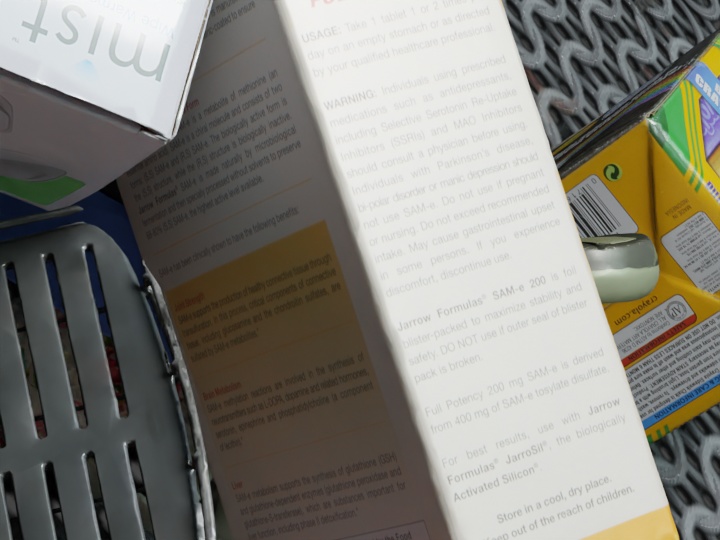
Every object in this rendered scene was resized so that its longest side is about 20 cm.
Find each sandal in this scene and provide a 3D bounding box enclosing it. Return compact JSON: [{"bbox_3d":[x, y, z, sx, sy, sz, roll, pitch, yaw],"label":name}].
[{"bbox_3d":[0.046,0.022,0.968,0.080,0.201,0.057,-10,89,-17],"label":"sandal"}]

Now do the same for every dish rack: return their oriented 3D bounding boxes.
[{"bbox_3d":[-0.137,0.051,0.628,0.055,0.200,0.154,84,-8,-57],"label":"dish rack"}]

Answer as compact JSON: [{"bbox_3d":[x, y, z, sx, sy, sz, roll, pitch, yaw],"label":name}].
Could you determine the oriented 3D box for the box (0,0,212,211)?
[{"bbox_3d":[-0.129,-0.134,0.676,0.200,0.097,0.177,20,72,-21],"label":"box"}]

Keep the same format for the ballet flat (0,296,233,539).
[{"bbox_3d":[-0.051,0.063,0.902,0.200,0.076,0.064,26,71,-40],"label":"ballet flat"}]

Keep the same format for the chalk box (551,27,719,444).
[{"bbox_3d":[0.148,-0.020,1.215,0.124,0.125,0.200,53,30,-3],"label":"chalk box"}]

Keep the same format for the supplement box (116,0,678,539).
[{"bbox_3d":[0.000,0.000,0.749,0.073,0.126,0.200,-17,88,-30],"label":"supplement box"}]

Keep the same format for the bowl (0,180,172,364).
[{"bbox_3d":[-0.063,-0.021,0.892,0.200,0.039,0.201,26,14,-7],"label":"bowl"}]
